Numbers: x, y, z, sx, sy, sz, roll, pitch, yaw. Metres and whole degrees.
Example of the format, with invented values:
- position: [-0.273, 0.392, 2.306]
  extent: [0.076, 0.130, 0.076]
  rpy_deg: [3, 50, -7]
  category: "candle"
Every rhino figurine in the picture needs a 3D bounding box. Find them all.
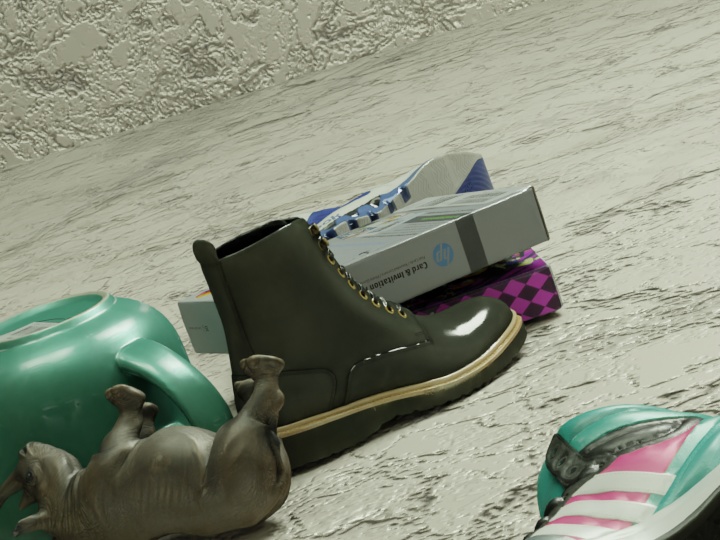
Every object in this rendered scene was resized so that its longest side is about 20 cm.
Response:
- position: [-0.121, 0.110, 1.170]
  extent: [0.199, 0.088, 0.060]
  rpy_deg: [-14, -24, 25]
  category: "rhino figurine"

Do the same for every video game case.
- position: [0.023, 0.026, 1.447]
  extent: [0.199, 0.036, 0.181]
  rpy_deg: [-19, 12, -2]
  category: "video game case"

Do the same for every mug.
- position: [-0.159, 0.076, 1.293]
  extent: [0.184, 0.115, 0.152]
  rpy_deg: [-16, 11, 11]
  category: "mug"

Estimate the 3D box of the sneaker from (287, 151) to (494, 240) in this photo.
- position: [0.004, -0.031, 1.632]
  extent: [0.199, 0.081, 0.115]
  rpy_deg: [-28, 17, -35]
  category: "sneaker"

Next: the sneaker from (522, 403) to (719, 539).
- position: [0.086, 0.110, 0.827]
  extent: [0.199, 0.084, 0.121]
  rpy_deg: [-25, 10, -18]
  category: "sneaker"

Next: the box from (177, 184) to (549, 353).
- position: [0.000, 0.000, 1.384]
  extent: [0.199, 0.041, 0.156]
  rpy_deg: [-22, 7, -24]
  category: "box"

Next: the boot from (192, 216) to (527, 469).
- position: [0.003, 0.017, 1.260]
  extent: [0.199, 0.139, 0.077]
  rpy_deg: [-25, 13, -36]
  category: "boot"
